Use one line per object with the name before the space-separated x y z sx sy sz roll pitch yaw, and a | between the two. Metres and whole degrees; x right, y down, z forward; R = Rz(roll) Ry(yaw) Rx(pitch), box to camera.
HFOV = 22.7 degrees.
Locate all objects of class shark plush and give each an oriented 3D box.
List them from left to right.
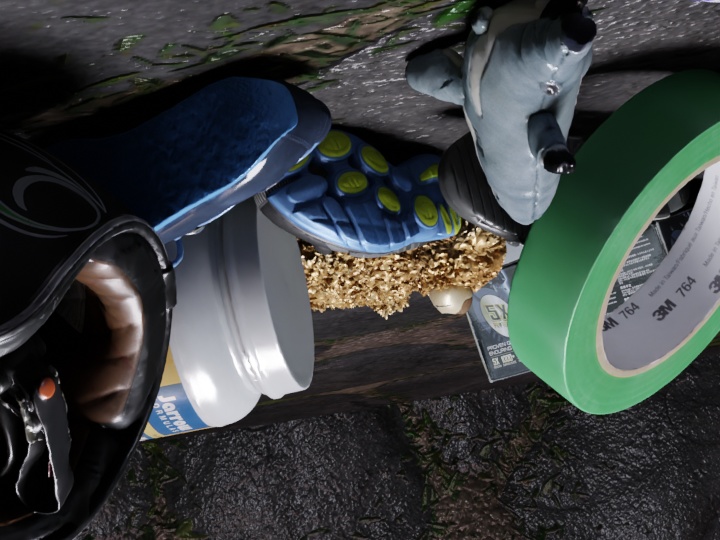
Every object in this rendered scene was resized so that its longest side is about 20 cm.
shark plush | 0.090 -0.080 0.808 0.090 0.084 0.200 -7 171 -17

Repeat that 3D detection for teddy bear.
teddy bear | 0.000 0.000 1.195 0.197 0.068 0.145 3 155 -11

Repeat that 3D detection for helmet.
helmet | -0.200 0.026 0.806 0.189 0.202 0.200 14 179 18

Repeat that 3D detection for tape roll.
tape roll | 0.168 -0.015 1.021 0.199 0.048 0.202 -32 142 -28

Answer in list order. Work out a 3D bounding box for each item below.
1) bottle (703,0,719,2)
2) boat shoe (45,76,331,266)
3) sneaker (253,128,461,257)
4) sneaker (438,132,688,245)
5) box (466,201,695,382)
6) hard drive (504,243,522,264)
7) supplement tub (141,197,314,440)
bottle | 0.168 -0.129 0.579 0.198 0.085 0.065 -5 170 -33
boat shoe | -0.097 -0.037 0.892 0.198 0.085 0.068 -13 175 34
sneaker | -0.008 -0.034 1.041 0.082 0.072 0.199 -20 171 23
sneaker | 0.105 -0.042 1.068 0.199 0.075 0.088 0 165 -45
box | 0.208 0.010 1.427 0.199 0.087 0.163 -19 180 42
hard drive | 0.072 -0.022 1.347 0.138 0.033 0.199 -5 170 -31
supplement tub | -0.137 0.026 1.036 0.198 0.147 0.145 -11 172 10
